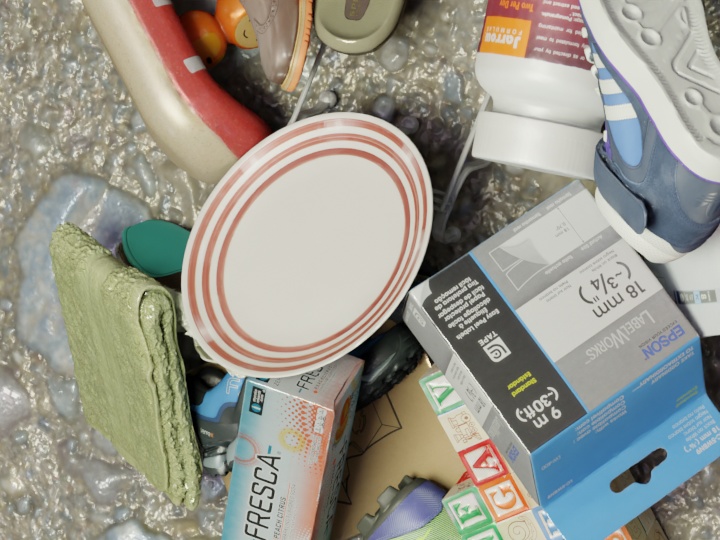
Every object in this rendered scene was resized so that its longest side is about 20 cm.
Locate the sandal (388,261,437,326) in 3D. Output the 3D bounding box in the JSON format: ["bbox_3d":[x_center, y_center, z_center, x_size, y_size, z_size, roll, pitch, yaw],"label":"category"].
[{"bbox_3d":[-0.001,0.000,1.696,0.199,0.076,0.043,17,76,20],"label":"sandal"}]

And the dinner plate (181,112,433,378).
[{"bbox_3d":[-0.034,-0.015,1.629,0.199,0.024,0.201,-17,56,27],"label":"dinner plate"}]

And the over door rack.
[{"bbox_3d":[0.035,-0.133,1.689,0.147,0.067,0.201,18,91,21],"label":"over door rack"}]

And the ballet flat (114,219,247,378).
[{"bbox_3d":[-0.123,0.025,1.740,0.200,0.072,0.072,36,116,54],"label":"ballet flat"}]

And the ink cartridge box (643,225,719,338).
[{"bbox_3d":[0.227,-0.036,1.543,0.047,0.200,0.161,-11,93,-10],"label":"ink cartridge box"}]

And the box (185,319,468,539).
[{"bbox_3d":[-0.021,0.116,1.770,0.199,0.021,0.164,-25,87,25],"label":"box"}]

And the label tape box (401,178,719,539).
[{"bbox_3d":[0.143,0.062,1.570,0.144,0.063,0.200,-33,78,-15],"label":"label tape box"}]

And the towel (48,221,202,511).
[{"bbox_3d":[-0.170,0.069,1.761,0.148,0.036,0.201,33,142,46],"label":"towel"}]

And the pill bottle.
[{"bbox_3d":[0.136,-0.165,1.589,0.109,0.109,0.201,12,92,23],"label":"pill bottle"}]

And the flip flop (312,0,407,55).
[{"bbox_3d":[0.006,-0.248,1.649,0.081,0.058,0.201,8,76,19],"label":"flip flop"}]

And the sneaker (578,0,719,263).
[{"bbox_3d":[0.169,-0.102,1.513,0.201,0.080,0.147,65,151,25],"label":"sneaker"}]

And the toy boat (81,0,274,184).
[{"bbox_3d":[-0.113,-0.165,1.731,0.130,0.131,0.201,-28,85,-3],"label":"toy boat"}]

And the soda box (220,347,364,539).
[{"bbox_3d":[-0.051,0.144,1.673,0.068,0.064,0.201,19,127,11],"label":"soda box"}]

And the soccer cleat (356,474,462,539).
[{"bbox_3d":[0.015,0.239,1.738,0.084,0.065,0.201,39,119,15],"label":"soccer cleat"}]

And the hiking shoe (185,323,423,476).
[{"bbox_3d":[-0.049,0.076,1.723,0.200,0.074,0.087,-29,86,25],"label":"hiking shoe"}]

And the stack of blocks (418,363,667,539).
[{"bbox_3d":[0.118,0.143,1.667,0.115,0.059,0.201,-25,98,25],"label":"stack of blocks"}]

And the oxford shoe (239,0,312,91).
[{"bbox_3d":[-0.080,-0.212,1.679,0.071,0.073,0.201,118,145,-54],"label":"oxford shoe"}]
